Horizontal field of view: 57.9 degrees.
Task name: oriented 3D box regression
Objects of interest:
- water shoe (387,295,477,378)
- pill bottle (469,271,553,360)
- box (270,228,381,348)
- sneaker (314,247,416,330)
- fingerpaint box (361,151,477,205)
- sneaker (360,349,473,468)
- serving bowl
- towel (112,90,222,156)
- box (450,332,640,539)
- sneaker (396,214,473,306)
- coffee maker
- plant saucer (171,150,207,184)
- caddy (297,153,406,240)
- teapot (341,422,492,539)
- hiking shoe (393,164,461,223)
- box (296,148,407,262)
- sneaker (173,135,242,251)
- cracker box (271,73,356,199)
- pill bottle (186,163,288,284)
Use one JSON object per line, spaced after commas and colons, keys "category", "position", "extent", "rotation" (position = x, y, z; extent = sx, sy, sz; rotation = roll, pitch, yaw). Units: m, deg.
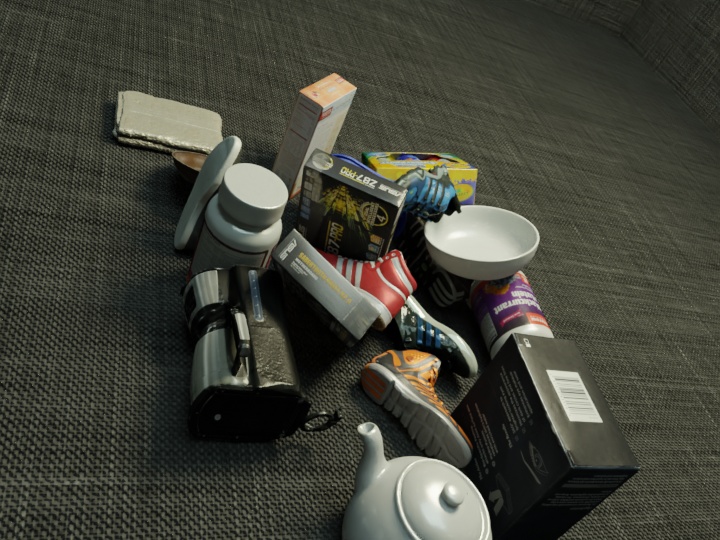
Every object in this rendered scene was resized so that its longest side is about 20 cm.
{"category": "water shoe", "position": [0.095, 0.115, 1.039], "extent": [0.199, 0.072, 0.079], "rotation": [41, 61, 21]}
{"category": "pill bottle", "position": [0.263, 0.103, 1.108], "extent": [0.109, 0.113, 0.203], "rotation": [10, 42, -23]}
{"category": "box", "position": [-0.051, 0.033, 0.911], "extent": [0.158, 0.200, 0.048], "rotation": [42, 80, 4]}
{"category": "sneaker", "position": [0.000, 0.000, 1.039], "extent": [0.199, 0.072, 0.112], "rotation": [36, 65, 27]}
{"category": "fingerpaint box", "position": [0.108, -0.182, 1.267], "extent": [0.194, 0.075, 0.167], "rotation": [-1, 20, -10]}
{"category": "sneaker", "position": [0.102, 0.184, 0.943], "extent": [0.200, 0.078, 0.111], "rotation": [44, 41, 17]}
{"category": "serving bowl", "position": [0.207, -0.040, 1.127], "extent": [0.194, 0.067, 0.202], "rotation": [-1, 32, 1]}
{"category": "towel", "position": [-0.346, -0.261, 1.184], "extent": [0.195, 0.035, 0.134], "rotation": [10, 44, -26]}
{"category": "box", "position": [0.234, 0.228, 0.878], "extent": [0.115, 0.202, 0.199], "rotation": [8, 42, -23]}
{"category": "sneaker", "position": [0.147, -0.023, 1.216], "extent": [0.114, 0.076, 0.203], "rotation": [-1, 58, -40]}
{"category": "coffee maker", "position": [-0.138, 0.110, 0.851], "extent": [0.191, 0.134, 0.203], "rotation": [31, 31, -39]}
{"category": "plant saucer", "position": [-0.222, -0.153, 1.095], "extent": [0.196, 0.033, 0.201], "rotation": [19, 15, -5]}
{"category": "caddy", "position": [-0.014, -0.114, 1.147], "extent": [0.197, 0.143, 0.106], "rotation": [31, 41, 1]}
{"category": "teapot", "position": [0.082, 0.296, 0.750], "extent": [0.195, 0.147, 0.200], "rotation": [11, 42, -24]}
{"category": "hiking shoe", "position": [0.107, -0.121, 1.088], "extent": [0.198, 0.074, 0.088], "rotation": [-23, 77, -47]}
{"category": "box", "position": [-0.021, -0.083, 1.043], "extent": [0.158, 0.202, 0.050], "rotation": [27, 55, 6]}
{"category": "sneaker", "position": [-0.200, -0.105, 0.984], "extent": [0.097, 0.202, 0.071], "rotation": [17, 29, -31]}
{"category": "cracker box", "position": [-0.090, -0.246, 1.195], "extent": [0.057, 0.202, 0.134], "rotation": [33, 37, 7]}
{"category": "pill bottle", "position": [-0.173, -0.041, 0.914], "extent": [0.107, 0.202, 0.111], "rotation": [17, 38, -14]}
